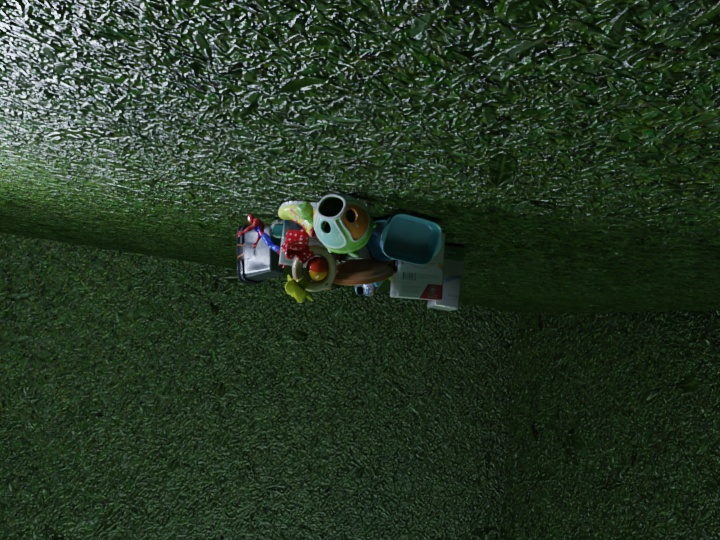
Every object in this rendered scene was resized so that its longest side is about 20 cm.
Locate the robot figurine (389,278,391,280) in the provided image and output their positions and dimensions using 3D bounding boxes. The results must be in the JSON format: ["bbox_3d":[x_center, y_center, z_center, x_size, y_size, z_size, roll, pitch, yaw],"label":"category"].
[{"bbox_3d":[0.150,-0.033,1.770,0.196,0.118,0.176,-17,-165,12],"label":"robot figurine"}]

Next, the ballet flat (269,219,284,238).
[{"bbox_3d":[-0.198,-0.129,1.754,0.196,0.077,0.064,14,-158,-17],"label":"ballet flat"}]

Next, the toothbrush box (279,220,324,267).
[{"bbox_3d":[-0.166,-0.083,1.628,0.143,0.087,0.201,8,-160,-11],"label":"toothbrush box"}]

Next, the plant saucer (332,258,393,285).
[{"bbox_3d":[0.000,0.000,1.606,0.195,0.033,0.201,-6,-165,1],"label":"plant saucer"}]

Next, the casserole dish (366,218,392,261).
[{"bbox_3d":[0.074,-0.092,1.573,0.038,0.123,0.199,-30,-169,-27],"label":"casserole dish"}]

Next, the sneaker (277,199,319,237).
[{"bbox_3d":[-0.141,-0.137,1.461,0.196,0.093,0.078,5,174,27],"label":"sneaker"}]

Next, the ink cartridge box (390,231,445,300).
[{"bbox_3d":[0.171,-0.018,1.626,0.142,0.205,0.083,5,176,-14],"label":"ink cartridge box"}]

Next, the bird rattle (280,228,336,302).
[{"bbox_3d":[-0.146,-0.013,1.516,0.159,0.205,0.112,2,-177,-24],"label":"bird rattle"}]

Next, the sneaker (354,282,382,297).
[{"bbox_3d":[-0.004,0.031,1.823,0.078,0.097,0.199,22,-176,-30],"label":"sneaker"}]

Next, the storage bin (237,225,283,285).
[{"bbox_3d":[-0.349,-0.064,1.904,0.132,0.205,0.145,-9,167,26],"label":"storage bin"}]

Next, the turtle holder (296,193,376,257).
[{"bbox_3d":[-0.058,-0.132,1.339,0.186,0.141,0.132,47,178,35],"label":"turtle holder"}]

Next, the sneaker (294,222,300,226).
[{"bbox_3d":[-0.112,-0.126,1.542,0.196,0.087,0.074,3,171,32],"label":"sneaker"}]

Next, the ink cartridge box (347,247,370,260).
[{"bbox_3d":[-0.016,-0.071,1.884,0.195,0.090,0.145,4,172,15],"label":"ink cartridge box"}]

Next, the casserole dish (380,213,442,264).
[{"bbox_3d":[0.132,-0.087,1.457,0.196,0.124,0.039,11,-167,-31],"label":"casserole dish"}]

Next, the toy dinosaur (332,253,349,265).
[{"bbox_3d":[-0.064,-0.066,1.679,0.084,0.138,0.200,18,-167,-4],"label":"toy dinosaur"}]

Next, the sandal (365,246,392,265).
[{"bbox_3d":[0.067,-0.050,1.695,0.057,0.202,0.080,-14,146,-45],"label":"sandal"}]

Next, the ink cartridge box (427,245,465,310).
[{"bbox_3d":[0.289,0.028,1.837,0.085,0.205,0.145,7,174,-2],"label":"ink cartridge box"}]

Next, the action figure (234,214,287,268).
[{"bbox_3d":[-0.312,-0.082,1.693,0.098,0.202,0.065,-35,166,-1],"label":"action figure"}]
